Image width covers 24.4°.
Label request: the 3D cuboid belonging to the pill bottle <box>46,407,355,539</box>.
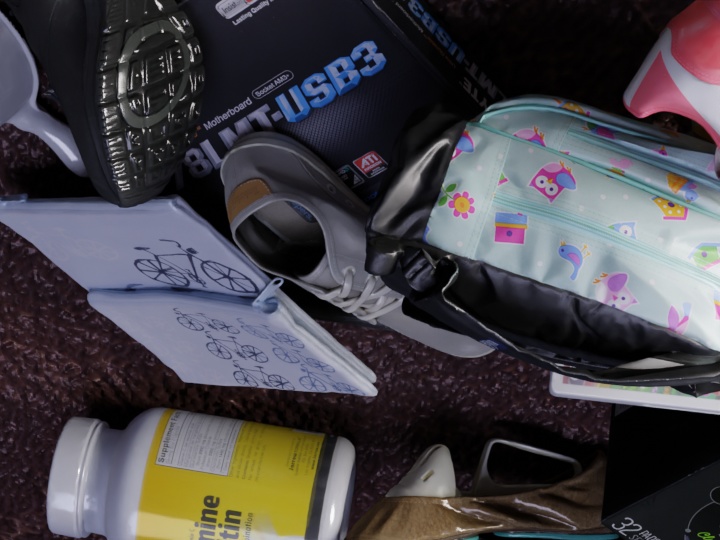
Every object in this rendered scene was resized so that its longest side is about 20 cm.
[{"bbox_3d":[-0.107,0.155,1.139,0.198,0.113,0.113,8,136,4],"label":"pill bottle"}]

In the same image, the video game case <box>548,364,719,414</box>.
[{"bbox_3d":[0.208,0.007,0.905,0.198,0.145,0.018,6,170,7],"label":"video game case"}]

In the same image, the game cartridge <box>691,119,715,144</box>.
[{"bbox_3d":[0.280,-0.097,0.768,0.175,0.033,0.200,26,133,-14],"label":"game cartridge"}]

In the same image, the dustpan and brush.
[{"bbox_3d":[-0.218,-0.102,0.954,0.139,0.057,0.200,-21,121,44],"label":"dustpan and brush"}]

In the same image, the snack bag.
[{"bbox_3d":[-0.109,0.016,1.002,0.187,0.022,0.200,3,148,44],"label":"snack bag"}]

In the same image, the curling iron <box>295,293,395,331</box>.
[{"bbox_3d":[-0.068,0.007,1.040,0.198,0.026,0.050,19,143,-6],"label":"curling iron"}]

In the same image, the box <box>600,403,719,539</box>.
[{"bbox_3d":[0.269,0.127,1.015,0.199,0.125,0.148,35,134,-21],"label":"box"}]

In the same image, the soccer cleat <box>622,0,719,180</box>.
[{"bbox_3d":[0.208,-0.047,0.757,0.200,0.067,0.076,39,113,-18],"label":"soccer cleat"}]

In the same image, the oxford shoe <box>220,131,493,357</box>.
[{"bbox_3d":[0.000,0.000,0.930,0.199,0.058,0.075,36,129,-26],"label":"oxford shoe"}]

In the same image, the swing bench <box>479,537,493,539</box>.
[{"bbox_3d":[0.130,0.257,1.136,0.197,0.201,0.131,-1,125,12],"label":"swing bench"}]

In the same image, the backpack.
[{"bbox_3d":[0.111,-0.013,0.824,0.198,0.128,0.167,17,180,9],"label":"backpack"}]

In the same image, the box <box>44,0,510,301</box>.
[{"bbox_3d":[-0.037,-0.088,0.923,0.199,0.050,0.198,-26,126,32],"label":"box"}]

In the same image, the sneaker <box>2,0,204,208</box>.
[{"bbox_3d":[-0.140,-0.132,0.851,0.090,0.076,0.202,-2,101,40],"label":"sneaker"}]

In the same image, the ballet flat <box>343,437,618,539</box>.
[{"bbox_3d":[0.079,0.148,1.101,0.198,0.073,0.068,-4,176,-9],"label":"ballet flat"}]
